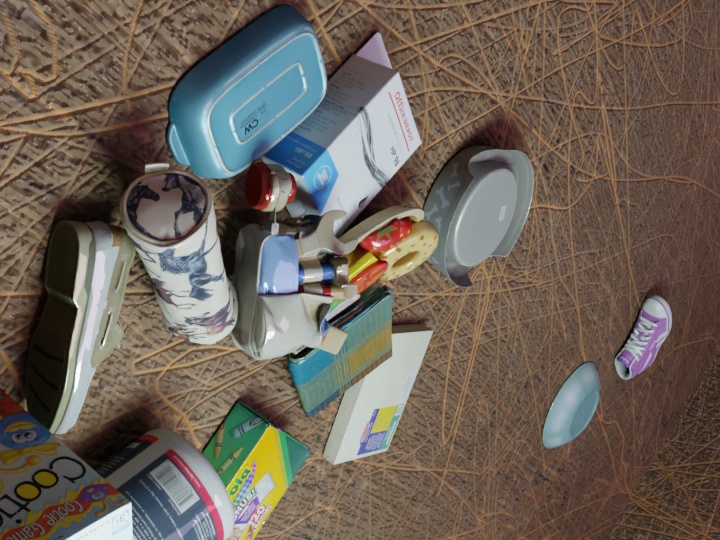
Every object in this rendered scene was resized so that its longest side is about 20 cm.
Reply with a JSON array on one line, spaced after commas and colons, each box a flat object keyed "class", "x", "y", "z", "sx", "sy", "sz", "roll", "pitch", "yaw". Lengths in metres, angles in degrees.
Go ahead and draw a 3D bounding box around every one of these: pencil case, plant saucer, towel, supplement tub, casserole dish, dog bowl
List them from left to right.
[{"class": "supplement tub", "x": -0.238, "y": 0.265, "z": 0.977, "sx": 0.200, "sy": 0.140, "sz": 0.141, "roll": -35, "pitch": 139, "yaw": -34}, {"class": "pencil case", "x": -0.161, "y": -0.012, "z": 0.894, "sx": 0.078, "sy": 0.090, "sz": 0.200, "roll": -22, "pitch": 152, "yaw": -11}, {"class": "casserole dish", "x": -0.099, "y": -0.166, "z": 0.943, "sx": 0.200, "sy": 0.039, "sz": 0.121, "roll": -43, "pitch": 143, "yaw": -24}, {"class": "towel", "x": -0.021, "y": 0.103, "z": 1.199, "sx": 0.146, "sy": 0.022, "sz": 0.200, "roll": -35, "pitch": 157, "yaw": -14}, {"class": "dog bowl", "x": 0.156, "y": -0.079, "z": 1.338, "sx": 0.200, "sy": 0.059, "sz": 0.201, "roll": -34, "pitch": 139, "yaw": -36}, {"class": "plant saucer", "x": 0.448, "y": 0.288, "z": 2.030, "sx": 0.201, "sy": 0.039, "sz": 0.202, "roll": -34, "pitch": 139, "yaw": -36}]

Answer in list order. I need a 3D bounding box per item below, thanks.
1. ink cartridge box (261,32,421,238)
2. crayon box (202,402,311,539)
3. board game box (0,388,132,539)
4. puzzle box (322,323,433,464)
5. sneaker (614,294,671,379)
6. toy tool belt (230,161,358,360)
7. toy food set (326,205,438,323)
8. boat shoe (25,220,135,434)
[{"class": "ink cartridge box", "x": -0.005, "y": -0.146, "z": 1.059, "sx": 0.200, "sy": 0.067, "sz": 0.116, "roll": -50, "pitch": 145, "yaw": -18}, {"class": "crayon box", "x": -0.156, "y": 0.268, "z": 1.167, "sx": 0.200, "sy": 0.058, "sz": 0.119, "roll": -55, "pitch": 147, "yaw": -9}, {"class": "board game box", "x": -0.287, "y": 0.198, "z": 0.804, "sx": 0.105, "sy": 0.200, "sz": 0.103, "roll": -26, "pitch": 134, "yaw": -42}, {"class": "puzzle box", "x": 0.024, "y": 0.171, "z": 1.374, "sx": 0.133, "sy": 0.025, "sz": 0.201, "roll": 1, "pitch": 113, "yaw": -54}, {"class": "sneaker", "x": 0.606, "y": 0.154, "z": 2.121, "sx": 0.114, "sy": 0.073, "sz": 0.201, "roll": -28, "pitch": 135, "yaw": -37}, {"class": "toy tool belt", "x": -0.060, "y": -0.008, "z": 0.992, "sx": 0.122, "sy": 0.125, "sz": 0.201, "roll": -2, "pitch": 104, "yaw": -31}, {"class": "toy food set", "x": 0.000, "y": 0.000, "z": 1.128, "sx": 0.198, "sy": 0.049, "sz": 0.200, "roll": -40, "pitch": 168, "yaw": 4}, {"class": "boat shoe", "x": -0.245, "y": 0.054, "z": 0.872, "sx": 0.068, "sy": 0.075, "sz": 0.201, "roll": -1, "pitch": 114, "yaw": -47}]
